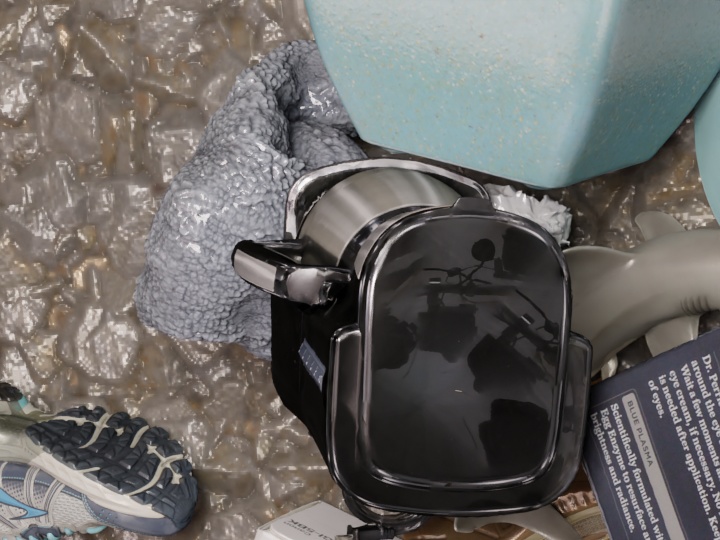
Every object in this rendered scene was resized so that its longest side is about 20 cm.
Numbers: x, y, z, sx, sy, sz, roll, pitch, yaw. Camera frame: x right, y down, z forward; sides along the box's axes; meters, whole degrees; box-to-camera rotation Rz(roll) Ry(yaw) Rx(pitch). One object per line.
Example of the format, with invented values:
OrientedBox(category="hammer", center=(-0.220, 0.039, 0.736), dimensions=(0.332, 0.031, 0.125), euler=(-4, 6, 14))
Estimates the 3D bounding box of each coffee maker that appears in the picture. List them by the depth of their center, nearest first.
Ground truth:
OrientedBox(category="coffee maker", center=(0.034, 0.051, 1.199), dimensions=(0.134, 0.200, 0.193), euler=(-21, 103, -5))

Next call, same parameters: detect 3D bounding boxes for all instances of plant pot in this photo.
OrientedBox(category="plant pot", center=(0.085, -0.152, 1.267), dimensions=(0.196, 0.196, 0.201), euler=(16, 107, 29))

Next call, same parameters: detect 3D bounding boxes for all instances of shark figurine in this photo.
OrientedBox(category="shark figurine", center=(0.112, 0.032, 1.302), dimensions=(0.215, 0.089, 0.128), euler=(-46, 43, 10))

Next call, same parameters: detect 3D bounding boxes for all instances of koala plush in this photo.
OrientedBox(category="koala plush", center=(0.000, 0.000, 1.351), dimensions=(0.199, 0.184, 0.178), euler=(27, 106, 7))

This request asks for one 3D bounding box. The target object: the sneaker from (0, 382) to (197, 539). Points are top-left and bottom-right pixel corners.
OrientedBox(category="sneaker", center=(-0.179, 0.125, 1.499), dimensions=(0.199, 0.078, 0.087), euler=(17, 115, 29))

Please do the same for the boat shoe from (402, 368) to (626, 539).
OrientedBox(category="boat shoe", center=(0.120, 0.110, 1.358), dimensions=(0.200, 0.065, 0.072), euler=(-28, 62, 6))

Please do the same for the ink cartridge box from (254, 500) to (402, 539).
OrientedBox(category="ink cartridge box", center=(-0.008, 0.249, 1.420), dimensions=(0.146, 0.083, 0.201), euler=(25, 106, 19))

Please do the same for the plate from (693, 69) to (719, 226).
OrientedBox(category="plate", center=(0.242, -0.081, 1.266), dimensions=(0.200, 0.026, 0.201), euler=(-4, 84, 42))

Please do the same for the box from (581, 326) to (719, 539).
OrientedBox(category="box", center=(0.237, 0.067, 1.156), dimensions=(0.200, 0.196, 0.118), euler=(-28, 75, 41))
